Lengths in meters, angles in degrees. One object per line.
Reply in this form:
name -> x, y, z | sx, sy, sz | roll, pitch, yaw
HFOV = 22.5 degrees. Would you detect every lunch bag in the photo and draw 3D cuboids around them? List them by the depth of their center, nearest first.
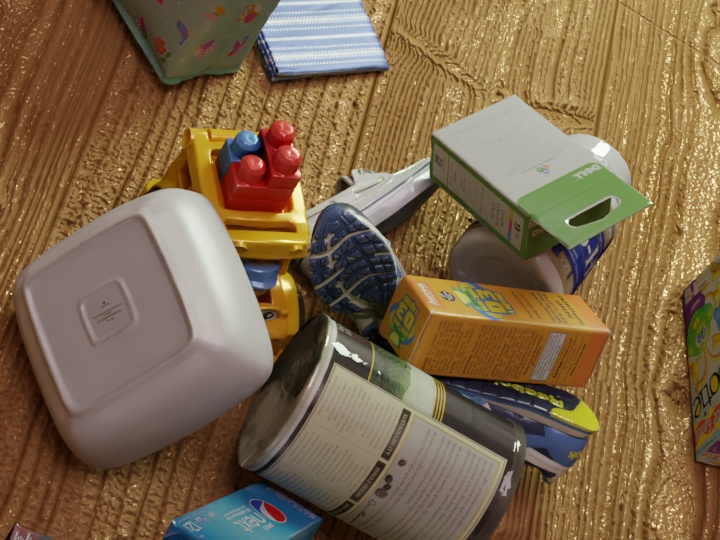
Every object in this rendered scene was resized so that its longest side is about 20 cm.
lunch bag -> -0.169, -0.308, 1.735 | 0.122, 0.170, 0.200 | -18, 68, -42

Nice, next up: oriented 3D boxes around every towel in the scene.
towel -> -0.066, -0.282, 1.869 | 0.145, 0.024, 0.200 | -9, 65, -33

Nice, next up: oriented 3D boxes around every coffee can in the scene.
coffee can -> 0.018, 0.147, 1.527 | 0.200, 0.146, 0.147 | 30, 50, -14

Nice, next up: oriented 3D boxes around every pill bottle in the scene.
pill bottle -> 0.182, -0.043, 1.766 | 0.120, 0.120, 0.200 | 39, 51, 2

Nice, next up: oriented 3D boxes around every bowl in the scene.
bowl -> -0.191, 0.042, 1.480 | 0.075, 0.200, 0.200 | 30, 33, -64

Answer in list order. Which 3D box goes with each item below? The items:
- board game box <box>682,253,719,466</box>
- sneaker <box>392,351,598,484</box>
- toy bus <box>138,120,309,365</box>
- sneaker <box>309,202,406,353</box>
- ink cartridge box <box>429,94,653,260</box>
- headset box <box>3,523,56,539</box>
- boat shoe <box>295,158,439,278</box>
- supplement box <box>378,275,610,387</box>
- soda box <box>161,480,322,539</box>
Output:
board game box -> 0.393, 0.089, 1.793 | 0.103, 0.105, 0.200 | 14, 53, -17
sneaker -> 0.110, 0.132, 1.637 | 0.200, 0.082, 0.074 | 22, 25, 1
toy bus -> -0.100, -0.032, 1.572 | 0.135, 0.192, 0.200 | 3, 57, -26
sneaker -> 0.000, 0.000, 1.632 | 0.077, 0.200, 0.085 | -21, 47, 6
ink cartridge box -> 0.163, -0.074, 1.666 | 0.104, 0.059, 0.200 | -26, 48, -26
headset box -> -0.218, 0.295, 1.373 | 0.200, 0.077, 0.149 | 24, 51, -12
boat shoe -> 0.005, -0.068, 1.724 | 0.067, 0.074, 0.200 | 48, 51, 8
supplement box -> 0.121, 0.056, 1.624 | 0.200, 0.069, 0.067 | 4, 30, -30
soda box -> -0.099, 0.221, 1.412 | 0.064, 0.068, 0.200 | 31, 10, 14
